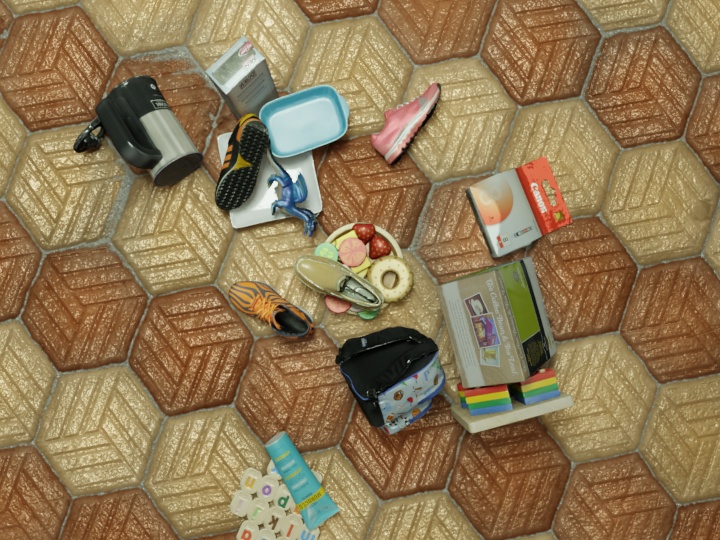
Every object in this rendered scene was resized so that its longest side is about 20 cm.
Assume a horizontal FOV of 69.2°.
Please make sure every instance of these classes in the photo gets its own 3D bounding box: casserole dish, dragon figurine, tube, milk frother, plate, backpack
[{"bbox_3d":[-0.118,-0.307,1.090,0.196,0.039,0.124,-20,87,-4],"label":"casserole dish"},{"bbox_3d":[-0.139,-0.168,1.068,0.097,0.059,0.205,-7,95,-5],"label":"dragon figurine"},{"bbox_3d":[-0.126,0.433,1.081,0.077,0.050,0.202,-31,92,3],"label":"tube"},{"bbox_3d":[-0.465,-0.255,1.077,0.199,0.180,0.190,-35,88,41],"label":"milk frother"},{"bbox_3d":[-0.192,-0.205,1.117,0.195,0.032,0.205,-11,88,-1],"label":"plate"},{"bbox_3d":[0.073,0.211,1.036,0.188,0.200,0.156,-31,120,-9],"label":"backpack"}]

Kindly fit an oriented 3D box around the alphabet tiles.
[{"bbox_3d":[-0.170,0.499,1.100,0.197,0.015,0.199,24,85,-1],"label":"alphabet tiles"}]

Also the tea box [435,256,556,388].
[{"bbox_3d":[0.269,0.097,1.019,0.132,0.195,0.205,-17,87,38],"label":"tea box"}]

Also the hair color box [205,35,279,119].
[{"bbox_3d":[-0.227,-0.366,1.038,0.099,0.200,0.061,-44,89,-3],"label":"hair color box"}]

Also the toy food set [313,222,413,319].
[{"bbox_3d":[0.000,0.000,1.106,0.195,0.049,0.203,-29,89,-2],"label":"toy food set"}]

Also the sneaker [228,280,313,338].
[{"bbox_3d":[-0.184,0.076,1.067,0.196,0.112,0.079,23,87,0],"label":"sneaker"}]

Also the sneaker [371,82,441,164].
[{"bbox_3d":[0.096,-0.328,1.108,0.086,0.074,0.202,36,88,2],"label":"sneaker"}]

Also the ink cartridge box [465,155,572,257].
[{"bbox_3d":[0.345,-0.139,1.118,0.196,0.050,0.165,-23,89,1],"label":"ink cartridge box"}]

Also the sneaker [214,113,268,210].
[{"bbox_3d":[-0.247,-0.223,1.069,0.069,0.090,0.203,13,116,-32],"label":"sneaker"}]

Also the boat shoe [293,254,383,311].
[{"bbox_3d":[-0.043,0.021,1.042,0.196,0.076,0.073,21,88,0],"label":"boat shoe"}]

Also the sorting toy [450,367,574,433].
[{"bbox_3d":[0.281,0.242,1.028,0.194,0.200,0.071,-14,84,-2],"label":"sorting toy"}]
